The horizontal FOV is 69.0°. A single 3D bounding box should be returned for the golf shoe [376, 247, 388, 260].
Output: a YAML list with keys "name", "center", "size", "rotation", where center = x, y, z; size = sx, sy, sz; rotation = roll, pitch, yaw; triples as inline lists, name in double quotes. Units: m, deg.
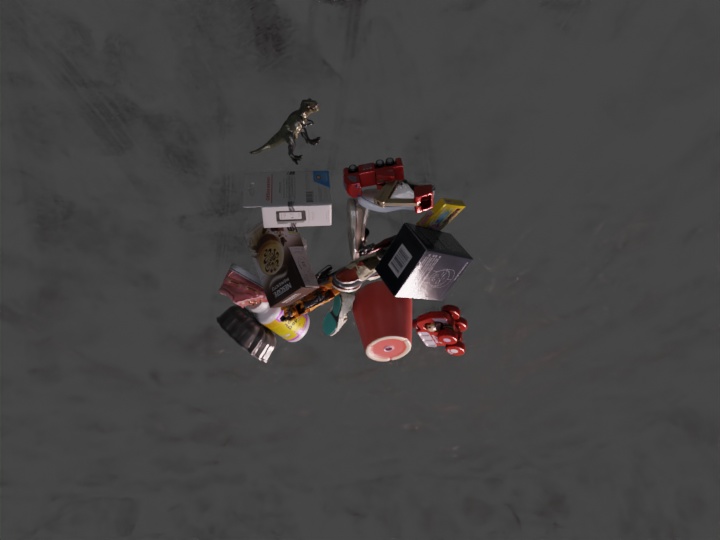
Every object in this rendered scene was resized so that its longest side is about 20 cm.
- name: "golf shoe"
  center: [0.111, -0.008, 1.443]
  size: [0.197, 0.078, 0.089]
  rotation: [18, 117, -38]

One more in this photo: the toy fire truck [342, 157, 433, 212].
- name: "toy fire truck"
  center: [0.059, -0.188, 1.190]
  size: [0.194, 0.144, 0.049]
  rotation: [-10, 142, 2]

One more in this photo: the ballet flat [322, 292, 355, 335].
- name: "ballet flat"
  center: [-0.062, 0.135, 1.628]
  size: [0.070, 0.073, 0.202]
  rotation: [7, 139, -18]

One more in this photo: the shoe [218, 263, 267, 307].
- name: "shoe"
  center: [-0.286, 0.069, 1.426]
  size: [0.197, 0.092, 0.071]
  rotation: [31, 171, -3]

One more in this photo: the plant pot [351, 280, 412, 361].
- name: "plant pot"
  center: [0.074, 0.162, 1.593]
  size: [0.194, 0.181, 0.203]
  rotation: [-5, 142, -4]

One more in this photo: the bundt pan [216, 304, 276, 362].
- name: "bundt pan"
  center: [-0.326, 0.176, 1.548]
  size: [0.076, 0.201, 0.202]
  rotation: [-48, 135, -4]

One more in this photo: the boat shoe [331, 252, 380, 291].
- name: "boat shoe"
  center: [0.000, 0.000, 1.418]
  size: [0.197, 0.071, 0.063]
  rotation: [-20, 146, -43]

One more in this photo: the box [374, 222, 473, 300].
- name: "box"
  center: [0.162, -0.017, 1.327]
  size: [0.197, 0.108, 0.150]
  rotation: [8, 125, -44]

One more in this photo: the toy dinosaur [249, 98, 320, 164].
- name: "toy dinosaur"
  center: [-0.141, -0.284, 1.117]
  size: [0.198, 0.048, 0.088]
  rotation: [-34, 120, 29]

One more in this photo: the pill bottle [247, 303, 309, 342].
- name: "pill bottle"
  center: [-0.245, 0.126, 1.551]
  size: [0.102, 0.106, 0.200]
  rotation: [-25, 139, 21]

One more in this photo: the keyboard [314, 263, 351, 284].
- name: "keyboard"
  center: [-0.090, 0.014, 1.510]
  size: [0.197, 0.041, 0.104]
  rotation: [-26, 161, 20]

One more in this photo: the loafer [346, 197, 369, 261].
- name: "loafer"
  center: [0.000, -0.102, 1.347]
  size: [0.061, 0.073, 0.203]
  rotation: [-10, 139, -7]

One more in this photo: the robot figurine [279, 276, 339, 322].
- name: "robot figurine"
  center: [-0.136, 0.078, 1.401]
  size: [0.143, 0.059, 0.199]
  rotation: [-30, 178, 31]

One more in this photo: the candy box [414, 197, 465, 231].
- name: "candy box"
  center: [0.176, -0.111, 1.361]
  size: [0.101, 0.027, 0.200]
  rotation: [-2, 144, -47]

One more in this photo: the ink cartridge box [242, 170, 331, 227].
- name: "ink cartridge box"
  center: [-0.166, -0.164, 1.201]
  size: [0.194, 0.118, 0.069]
  rotation: [-2, 141, -6]

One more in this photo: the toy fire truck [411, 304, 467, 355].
- name: "toy fire truck"
  center: [0.258, 0.199, 1.739]
  size: [0.164, 0.115, 0.201]
  rotation: [-6, 145, 28]

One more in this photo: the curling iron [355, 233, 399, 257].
- name: "curling iron"
  center: [0.076, -0.074, 1.367]
  size: [0.196, 0.026, 0.049]
  rotation: [-21, -179, -26]

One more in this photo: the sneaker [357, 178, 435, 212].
- name: "sneaker"
  center: [0.089, -0.189, 1.263]
  size: [0.195, 0.074, 0.072]
  rotation: [-4, 134, -20]

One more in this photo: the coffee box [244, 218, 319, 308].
- name: "coffee box"
  center: [-0.195, -0.025, 1.289]
  size: [0.112, 0.204, 0.079]
  rotation: [-30, 164, 26]

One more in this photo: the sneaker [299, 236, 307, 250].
- name: "sneaker"
  center: [-0.188, -0.028, 1.402]
  size: [0.076, 0.080, 0.199]
  rotation: [16, 145, -29]
